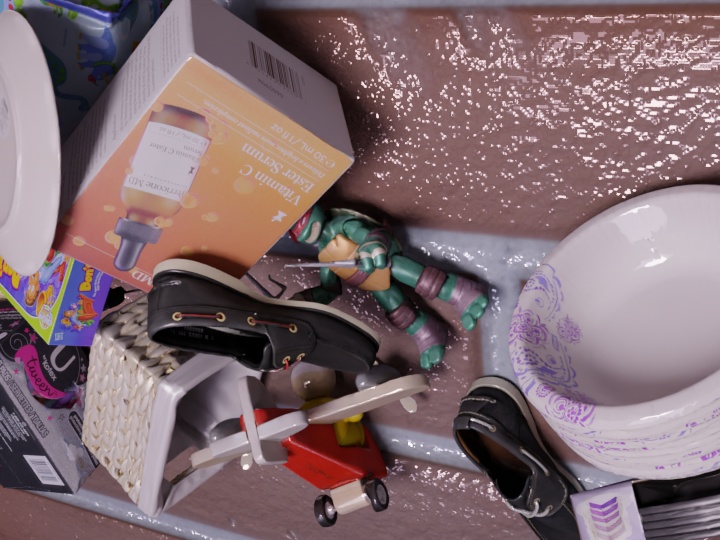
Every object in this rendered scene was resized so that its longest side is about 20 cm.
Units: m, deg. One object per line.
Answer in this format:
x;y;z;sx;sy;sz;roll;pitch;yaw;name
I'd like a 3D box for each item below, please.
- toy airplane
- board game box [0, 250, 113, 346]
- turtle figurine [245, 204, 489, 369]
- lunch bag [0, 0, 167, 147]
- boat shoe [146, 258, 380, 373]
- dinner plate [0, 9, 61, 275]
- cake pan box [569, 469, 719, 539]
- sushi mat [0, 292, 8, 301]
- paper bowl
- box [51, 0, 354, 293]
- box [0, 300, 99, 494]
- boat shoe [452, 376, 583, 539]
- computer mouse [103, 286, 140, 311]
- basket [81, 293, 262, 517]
-0.052;0.140;0.874;0.199;0.142;0.200;5;142;-12;toy airplane
-0.297;-0.034;0.882;0.200;0.045;0.135;32;107;41;board game box
0.000;0.000;0.782;0.199;0.101;0.150;29;150;-10;turtle figurine
-0.274;-0.190;0.803;0.199;0.128;0.171;18;127;8;lunch bag
-0.075;0.053;0.743;0.200;0.063;0.074;19;146;-27;boat shoe
-0.272;-0.095;0.712;0.200;0.024;0.202;11;104;50;dinner plate
0.275;0.157;0.668;0.184;0.199;0.053;-26;69;36;cake pan box
-0.435;0.025;1.106;0.199;0.012;0.096;6;122;27;sushi mat
0.209;0.047;0.627;0.200;0.201;0.104;-17;129;36;paper bowl
-0.129;-0.085;0.729;0.152;0.107;0.200;28;121;-33;box
-0.382;0.143;1.075;0.131;0.115;0.201;-4;123;31;box
0.147;0.194;0.842;0.072;0.068;0.201;-23;107;36;boat shoe
-0.198;0.004;0.897;0.199;0.059;0.034;-15;106;12;computer mouse
-0.191;0.123;0.943;0.123;0.135;0.201;37;132;20;basket
